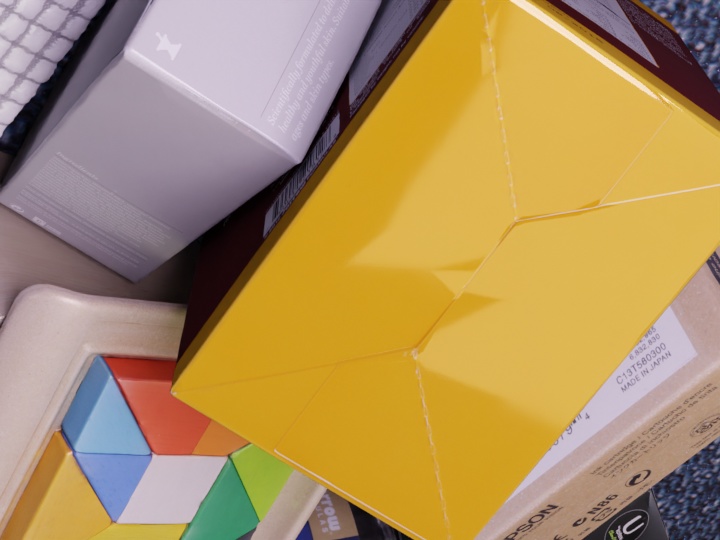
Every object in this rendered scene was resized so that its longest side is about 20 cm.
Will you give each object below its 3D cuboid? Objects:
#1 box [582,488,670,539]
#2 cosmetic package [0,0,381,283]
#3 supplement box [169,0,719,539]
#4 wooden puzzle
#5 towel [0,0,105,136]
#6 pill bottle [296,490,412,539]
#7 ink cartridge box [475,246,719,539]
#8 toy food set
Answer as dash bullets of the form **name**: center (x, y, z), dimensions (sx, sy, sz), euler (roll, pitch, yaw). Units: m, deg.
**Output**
- **box**: center (0.083, 0.173, 1.081), dimensions (0.200, 0.149, 0.124), euler (-30, 138, -3)
- **cosmetic package**: center (-0.077, -0.078, 0.701), dimensions (0.090, 0.200, 0.107), euler (33, 66, -18)
- **supplement box**: center (0.036, -0.033, 0.677), dimensions (0.133, 0.200, 0.197), euler (32, 110, -14)
- **wooden puzzle**: center (-0.096, 0.095, 0.767), dimensions (0.199, 0.037, 0.185), euler (10, 121, -38)
- **towel**: center (-0.207, -0.129, 0.677), dimensions (0.165, 0.086, 0.200), euler (28, 110, -41)
- **pill bottle**: center (-0.042, 0.175, 0.942), dimensions (0.199, 0.112, 0.112), euler (-9, 133, -16)
- **ink cartridge box**: center (0.097, 0.035, 0.823), dimensions (0.200, 0.165, 0.075), euler (-43, 146, 25)
- **toy food set**: center (-0.136, 0.016, 0.805), dimensions (0.200, 0.144, 0.060), euler (19, 115, -42)
